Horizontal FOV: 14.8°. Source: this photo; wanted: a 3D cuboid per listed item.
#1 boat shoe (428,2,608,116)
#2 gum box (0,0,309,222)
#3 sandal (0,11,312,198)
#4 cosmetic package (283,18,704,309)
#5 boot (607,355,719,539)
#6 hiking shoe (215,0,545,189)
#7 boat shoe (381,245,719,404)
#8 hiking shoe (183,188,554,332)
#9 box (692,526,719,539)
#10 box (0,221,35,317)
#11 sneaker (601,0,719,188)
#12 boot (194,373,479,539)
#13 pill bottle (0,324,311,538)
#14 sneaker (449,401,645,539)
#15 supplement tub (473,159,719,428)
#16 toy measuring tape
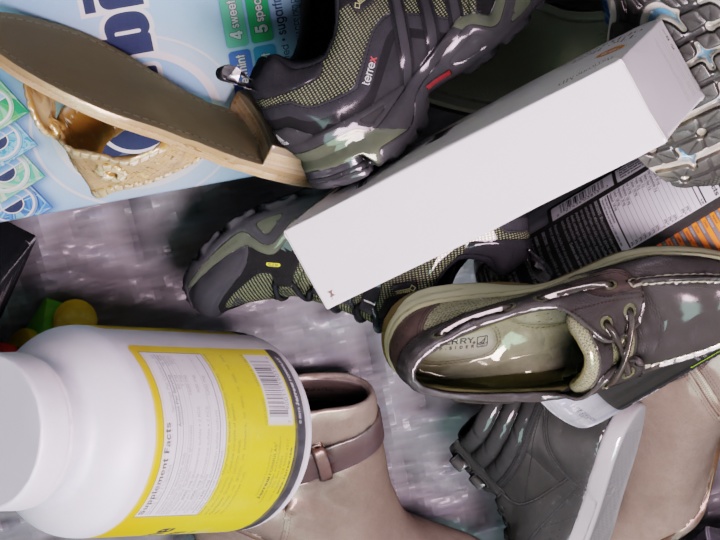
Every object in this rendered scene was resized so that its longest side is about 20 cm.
[{"bbox_3d":[0.101,-0.107,1.462,0.199,0.075,0.066,-7,161,-10],"label":"boat shoe"},{"bbox_3d":[-0.123,-0.116,1.423,0.199,0.045,0.170,-11,131,-3],"label":"gum box"},{"bbox_3d":[-0.109,-0.062,1.390,0.211,0.078,0.070,15,120,-29],"label":"sandal"},{"bbox_3d":[0.064,-0.053,1.362,0.200,0.083,0.051,-26,100,26],"label":"cosmetic package"},{"bbox_3d":[0.170,0.084,1.649,0.200,0.070,0.146,-32,121,20],"label":"boot"},{"bbox_3d":[0.021,-0.138,1.373,0.101,0.076,0.200,47,72,-21],"label":"hiking shoe"},{"bbox_3d":[0.113,0.037,1.433,0.200,0.066,0.072,-7,117,-4],"label":"boat shoe"},{"bbox_3d":[0.000,0.000,1.485,0.199,0.076,0.101,-21,87,19],"label":"hiking shoe"},{"bbox_3d":[0.237,0.234,1.775,0.143,0.036,0.200,12,143,-21],"label":"box"},{"bbox_3d":[-0.262,0.070,1.483,0.079,0.141,0.200,27,123,-3],"label":"box"},{"bbox_3d":[0.157,-0.140,1.395,0.078,0.090,0.201,-14,104,20],"label":"sneaker"},{"bbox_3d":[-0.009,0.128,1.636,0.199,0.070,0.147,-2,125,-15],"label":"boot"},{"bbox_3d":[-0.127,0.086,1.479,0.200,0.112,0.112,4,136,-51],"label":"pill bottle"},{"bbox_3d":[0.098,0.138,1.646,0.099,0.071,0.201,26,126,16],"label":"sneaker"},{"bbox_3d":[0.173,-0.010,1.522,0.200,0.123,0.123,-30,129,15],"label":"supplement tub"},{"bbox_3d":[-0.199,0.096,1.575,0.073,0.074,0.200,18,124,-25],"label":"toy measuring tape"}]
